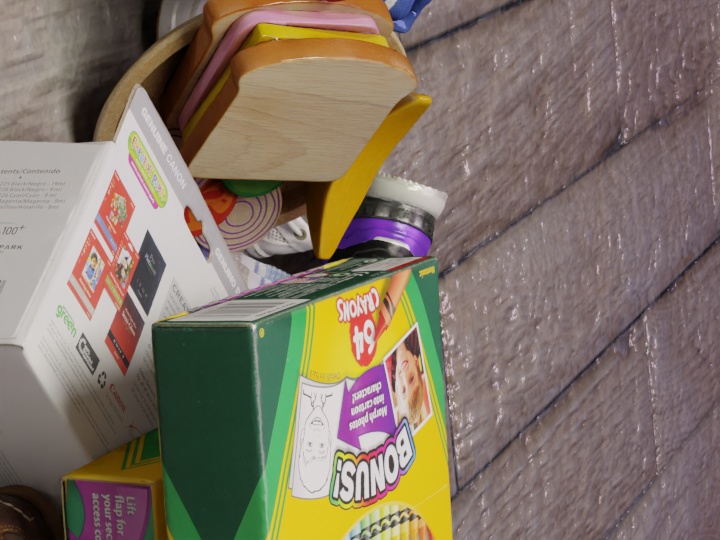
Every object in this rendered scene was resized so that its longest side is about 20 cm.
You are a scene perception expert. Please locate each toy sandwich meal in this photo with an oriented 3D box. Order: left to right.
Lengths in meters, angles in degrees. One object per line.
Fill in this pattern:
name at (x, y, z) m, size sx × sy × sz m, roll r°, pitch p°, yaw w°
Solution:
toy sandwich meal at (-0.049, -0.073, 1.273) m, size 0.205 × 0.205 × 0.070 m, roll 55°, pitch 8°, yaw -53°

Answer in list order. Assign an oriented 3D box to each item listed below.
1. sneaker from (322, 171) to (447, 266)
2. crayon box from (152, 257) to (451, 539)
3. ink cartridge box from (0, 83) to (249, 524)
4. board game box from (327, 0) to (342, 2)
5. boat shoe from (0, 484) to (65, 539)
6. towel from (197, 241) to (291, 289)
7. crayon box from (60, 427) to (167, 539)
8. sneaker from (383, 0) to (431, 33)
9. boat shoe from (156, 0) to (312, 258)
sneaker at (-0.001, 0.000, 1.489) m, size 0.200 × 0.069 × 0.100 m, roll 135°, pitch -30°, yaw -80°
crayon box at (-0.021, 0.093, 1.122) m, size 0.200 × 0.058 × 0.173 m, roll -19°, pitch 107°, yaw -62°
ink cartridge box at (-0.137, 0.032, 1.189) m, size 0.200 × 0.084 × 0.176 m, roll 66°, pitch 34°, yaw -44°
board game box at (-0.006, -0.250, 1.207) m, size 0.103 × 0.019 × 0.200 m, roll 43°, pitch 57°, yaw -38°
boat shoe at (-0.168, 0.208, 1.135) m, size 0.070 × 0.070 × 0.201 m, roll -39°, pitch 117°, yaw -70°
towel at (-0.074, 0.064, 1.423) m, size 0.200 × 0.024 × 0.147 m, roll 27°, pitch 67°, yaw -63°
crayon box at (-0.075, 0.176, 1.166) m, size 0.172 × 0.058 × 0.201 m, roll -24°, pitch 113°, yaw -61°
sneaker at (-0.006, -0.178, 1.280) m, size 0.075 × 0.088 × 0.200 m, roll -56°, pitch 169°, yaw 8°
boat shoe at (-0.063, -0.090, 1.393) m, size 0.200 × 0.069 × 0.071 m, roll 67°, pitch 32°, yaw -41°
